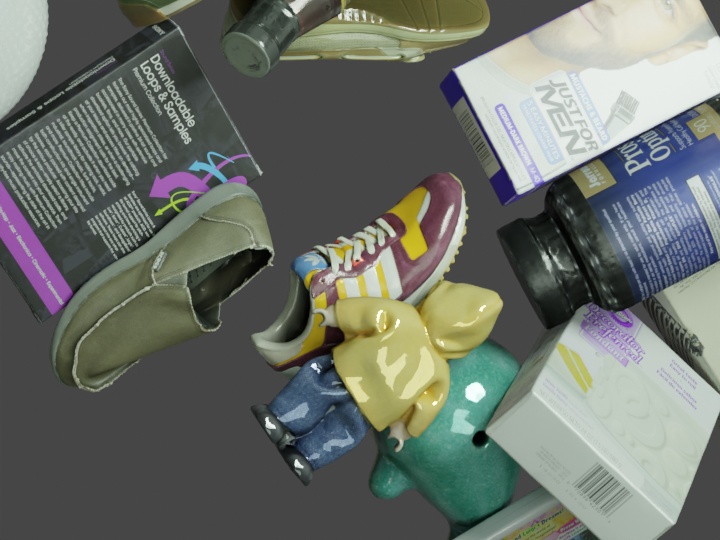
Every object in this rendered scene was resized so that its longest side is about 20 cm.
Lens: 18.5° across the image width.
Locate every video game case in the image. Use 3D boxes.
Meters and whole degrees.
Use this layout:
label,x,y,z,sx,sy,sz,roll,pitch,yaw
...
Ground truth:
label,x,y,z,sx,sy,sz,roll,pitch,yaw
video game case,0.148,0.247,1.765,0.200,0.024,0.182,-29,131,-13

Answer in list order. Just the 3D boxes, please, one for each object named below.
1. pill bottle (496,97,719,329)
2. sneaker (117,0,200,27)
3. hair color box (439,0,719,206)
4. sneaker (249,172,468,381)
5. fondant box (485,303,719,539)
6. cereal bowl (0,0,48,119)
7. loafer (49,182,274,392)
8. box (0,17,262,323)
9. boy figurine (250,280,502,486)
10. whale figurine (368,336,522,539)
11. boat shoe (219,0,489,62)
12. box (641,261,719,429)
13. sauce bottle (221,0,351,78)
label,x,y,z,sx,sy,sz,roll,pitch,yaw
pill bottle,0.209,-0.038,1.658,0.200,0.112,0.112,-27,109,0
sneaker,-0.103,-0.251,1.547,0.200,0.067,0.090,-23,119,25
hair color box,0.175,-0.143,1.683,0.200,0.065,0.109,-27,87,-12
sneaker,0.000,0.000,1.671,0.090,0.075,0.200,33,90,-27
fondant box,0.189,0.110,1.675,0.144,0.200,0.058,43,120,-3
cereal bowl,-0.312,-0.174,1.527,0.200,0.083,0.201,-4,104,-16
loafer,-0.143,0.021,1.614,0.200,0.070,0.075,-43,144,5
box,-0.186,-0.073,1.600,0.200,0.036,0.143,-33,125,-7
boy figurine,0.013,0.068,1.630,0.200,0.064,0.124,-38,100,-4
whale figurine,0.085,0.146,1.717,0.159,0.104,0.200,-20,110,-13
boat shoe,-0.004,-0.185,1.639,0.200,0.063,0.073,-6,59,-20
box,0.287,0.049,1.772,0.068,0.082,0.200,-36,109,-8
sauce bottle,-0.029,-0.212,1.572,0.066,0.066,0.200,49,55,-21
